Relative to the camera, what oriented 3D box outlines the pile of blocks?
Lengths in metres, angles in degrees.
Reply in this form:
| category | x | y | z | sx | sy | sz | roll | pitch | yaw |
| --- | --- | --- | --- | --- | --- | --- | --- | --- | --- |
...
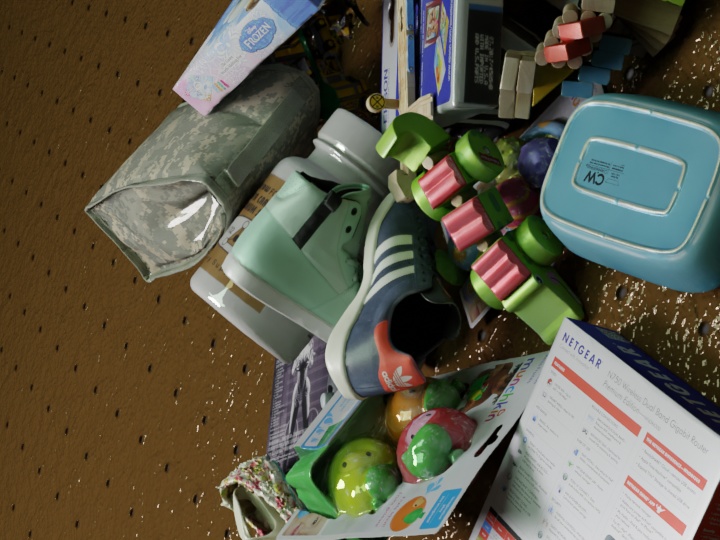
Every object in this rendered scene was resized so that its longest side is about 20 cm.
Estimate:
| category | x | y | z | sx | sy | sz | roll | pitch | yaw |
| --- | --- | --- | --- | --- | --- | --- | --- | --- | --- |
| pile of blocks | 0.173 | -0.169 | 1.060 | 0.200 | 0.082 | 0.062 | -46 | 4 | 17 |

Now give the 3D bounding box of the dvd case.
| category | x | y | z | sx | sy | sz | roll | pitch | yaw |
| --- | --- | --- | --- | --- | --- | --- | --- | --- | --- |
| dvd case | -0.050 | 0.116 | 1.404 | 0.148 | 0.016 | 0.203 | 150 | 127 | -61 |

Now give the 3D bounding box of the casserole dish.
| category | x | y | z | sx | sy | sz | roll | pitch | yaw |
| --- | --- | --- | --- | --- | --- | --- | --- | --- | --- |
| casserole dish | 0.191 | -0.060 | 1.028 | 0.199 | 0.038 | 0.123 | 24 | 94 | 53 |

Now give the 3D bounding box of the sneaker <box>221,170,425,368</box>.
| category | x | y | z | sx | sy | sz | roll | pitch | yaw |
| --- | --- | --- | --- | --- | --- | --- | --- | --- | --- |
| sneaker | 0.000 | 0.000 | 1.218 | 0.119 | 0.199 | 0.074 | -55 | 30 | 7 |

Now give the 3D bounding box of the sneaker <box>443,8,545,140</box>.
| category | x | y | z | sx | sy | sz | roll | pitch | yaw |
| --- | --- | --- | --- | --- | --- | --- | --- | --- | --- |
| sneaker | 0.077 | -0.177 | 1.271 | 0.116 | 0.075 | 0.201 | -62 | 34 | 18 |

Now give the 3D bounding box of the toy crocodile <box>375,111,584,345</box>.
| category | x | y | z | sx | sy | sz | roll | pitch | yaw |
| --- | --- | --- | --- | --- | --- | --- | --- | --- | --- |
| toy crocodile | 0.089 | -0.033 | 1.110 | 0.067 | 0.062 | 0.201 | -38 | 85 | 32 |

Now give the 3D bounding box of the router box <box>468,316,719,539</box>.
| category | x | y | z | sx | sy | sz | roll | pitch | yaw |
| --- | --- | --- | --- | --- | --- | --- | --- | --- | --- |
| router box | 0.165 | 0.153 | 0.990 | 0.200 | 0.048 | 0.181 | 43 | 114 | 58 |

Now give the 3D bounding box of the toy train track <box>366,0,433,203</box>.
| category | x | y | z | sx | sy | sz | roll | pitch | yaw |
| --- | --- | --- | --- | --- | --- | --- | --- | --- | --- |
| toy train track | 0.025 | -0.155 | 1.186 | 0.115 | 0.032 | 0.203 | 149 | 122 | -73 |

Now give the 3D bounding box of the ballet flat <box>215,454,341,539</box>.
| category | x | y | z | sx | sy | sz | roll | pitch | yaw |
| --- | --- | --- | --- | --- | --- | --- | --- | --- | --- |
| ballet flat | -0.065 | 0.235 | 1.314 | 0.200 | 0.063 | 0.077 | 41 | 139 | 50 |

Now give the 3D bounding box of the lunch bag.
| category | x | y | z | sx | sy | sz | roll | pitch | yaw |
| --- | --- | --- | --- | --- | --- | --- | --- | --- | --- |
| lunch bag | -0.130 | -0.092 | 1.391 | 0.199 | 0.118 | 0.165 | -18 | 29 | 52 |

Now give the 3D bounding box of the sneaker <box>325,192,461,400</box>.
| category | x | y | z | sx | sy | sz | roll | pitch | yaw |
| --- | --- | --- | --- | --- | --- | --- | --- | --- | --- |
| sneaker | 0.044 | 0.013 | 1.165 | 0.084 | 0.075 | 0.202 | -6 | 49 | 32 |

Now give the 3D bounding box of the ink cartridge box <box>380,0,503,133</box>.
| category | x | y | z | sx | sy | sz | roll | pitch | yaw |
| --- | --- | --- | --- | --- | --- | --- | --- | --- | --- |
| ink cartridge box | 0.063 | -0.214 | 1.193 | 0.200 | 0.046 | 0.201 | 178 | 94 | -77 |

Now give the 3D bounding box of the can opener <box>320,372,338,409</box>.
| category | x | y | z | sx | sy | sz | roll | pitch | yaw |
| --- | --- | --- | --- | --- | --- | --- | --- | --- | --- |
| can opener | -0.005 | 0.091 | 1.303 | 0.078 | 0.063 | 0.203 | -25 | 56 | 54 |

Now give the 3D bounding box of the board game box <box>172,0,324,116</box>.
| category | x | y | z | sx | sy | sz | roll | pitch | yaw |
| --- | --- | --- | --- | --- | --- | --- | --- | --- | --- |
| board game box | -0.063 | -0.254 | 1.325 | 0.199 | 0.043 | 0.201 | -35 | 22 | 50 |

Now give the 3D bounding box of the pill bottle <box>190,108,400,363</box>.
| category | x | y | z | sx | sy | sz | roll | pitch | yaw |
| --- | --- | --- | --- | --- | --- | --- | --- | --- | --- |
| pill bottle | -0.045 | -0.032 | 1.299 | 0.201 | 0.114 | 0.114 | -53 | 30 | -4 |

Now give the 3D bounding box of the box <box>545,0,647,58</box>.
| category | x | y | z | sx | sy | sz | roll | pitch | yaw |
| --- | --- | --- | --- | --- | --- | --- | --- | --- | --- |
| box | 0.179 | -0.250 | 1.167 | 0.111 | 0.034 | 0.200 | -65 | 31 | 18 |

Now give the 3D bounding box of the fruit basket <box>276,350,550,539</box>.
| category | x | y | z | sx | sy | sz | roll | pitch | yaw |
| --- | --- | --- | --- | --- | --- | --- | --- | --- | --- |
| fruit basket | 0.038 | 0.126 | 1.128 | 0.186 | 0.094 | 0.199 | -50 | 14 | -33 |

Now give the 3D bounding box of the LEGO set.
| category | x | y | z | sx | sy | sz | roll | pitch | yaw |
| --- | --- | --- | --- | --- | --- | --- | --- | --- | --- |
| LEGO set | -0.041 | -0.188 | 1.486 | 0.200 | 0.115 | 0.155 | -43 | 72 | 49 |

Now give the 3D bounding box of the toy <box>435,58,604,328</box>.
| category | x | y | z | sx | sy | sz | roll | pitch | yaw |
| --- | --- | --- | --- | --- | --- | --- | --- | --- | --- |
| toy | 0.118 | -0.061 | 1.173 | 0.200 | 0.047 | 0.116 | -50 | 39 | 38 |
